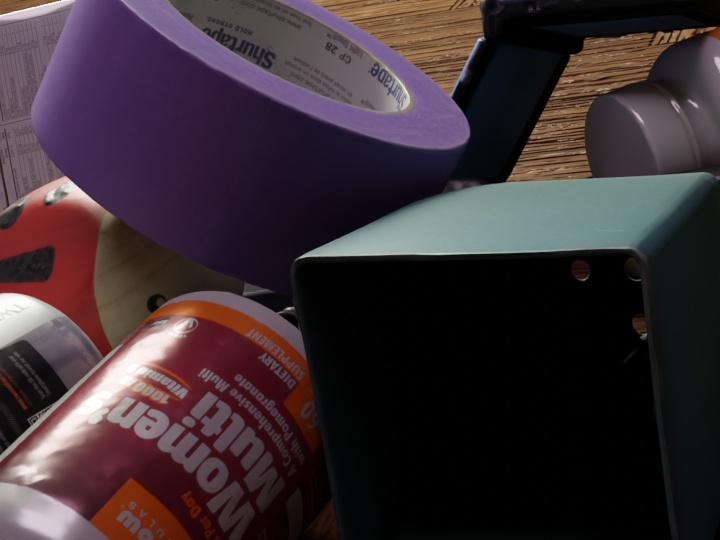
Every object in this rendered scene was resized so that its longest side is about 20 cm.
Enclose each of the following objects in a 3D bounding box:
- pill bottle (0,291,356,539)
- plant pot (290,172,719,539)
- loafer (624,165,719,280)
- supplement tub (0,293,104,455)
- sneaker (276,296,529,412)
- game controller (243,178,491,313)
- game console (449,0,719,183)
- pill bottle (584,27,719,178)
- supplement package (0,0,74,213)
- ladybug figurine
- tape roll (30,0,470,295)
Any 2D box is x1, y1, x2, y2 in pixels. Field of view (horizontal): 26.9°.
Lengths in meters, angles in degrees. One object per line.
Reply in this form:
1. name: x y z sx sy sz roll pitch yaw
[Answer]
1. pill bottle: -0.093 0.104 0.575 0.109 0.110 0.200 1 33 34
2. plant pot: 0.089 0.029 0.635 0.140 0.143 0.200 -1 18 29
3. loafer: 0.227 -0.023 0.790 0.198 0.073 0.072 -17 30 6
4. supplement tub: -0.201 0.102 0.639 0.122 0.124 0.200 6 28 41
5. sneaker: -0.008 0.048 0.715 0.199 0.083 0.075 -21 22 -20
6. game controller: 0.000 0.000 0.813 0.198 0.042 0.105 -8 46 -16
7. game console: 0.134 -0.106 0.916 0.169 0.120 0.200 -1 6 22
8. pill bottle: 0.237 -0.093 0.883 0.199 0.112 0.111 -20 22 -17
9. supplement package: -0.206 -0.068 0.963 0.198 0.152 0.152 -13 -12 0
10. ladybug figurine: -0.145 0.009 0.768 0.199 0.137 0.072 -13 -23 39
11. tape roll: -0.052 -0.076 0.733 0.199 0.085 0.200 25 21 -10
